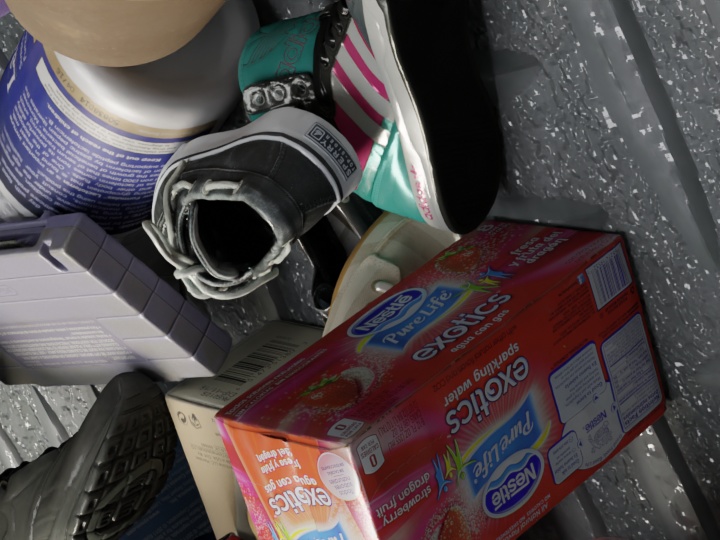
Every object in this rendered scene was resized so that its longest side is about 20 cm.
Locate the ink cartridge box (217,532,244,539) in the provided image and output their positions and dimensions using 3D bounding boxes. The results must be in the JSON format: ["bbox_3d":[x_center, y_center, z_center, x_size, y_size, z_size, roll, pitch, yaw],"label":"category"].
[{"bbox_3d":[-0.028,0.221,1.317,0.199,0.084,0.177,20,134,47],"label":"ink cartridge box"}]

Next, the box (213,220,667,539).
[{"bbox_3d":[0.041,0.067,1.174,0.095,0.200,0.100,7,124,46],"label":"box"}]

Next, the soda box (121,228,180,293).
[{"bbox_3d":[-0.197,-0.015,1.522,0.199,0.063,0.069,29,139,35],"label":"soda box"}]

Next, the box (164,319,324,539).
[{"bbox_3d":[-0.026,0.139,1.416,0.077,0.095,0.201,9,124,47],"label":"box"}]

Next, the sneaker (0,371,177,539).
[{"bbox_3d":[-0.172,0.132,1.419,0.091,0.076,0.201,40,118,24],"label":"sneaker"}]

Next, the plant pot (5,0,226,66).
[{"bbox_3d":[-0.114,-0.185,1.174,0.200,0.200,0.175,47,155,12],"label":"plant pot"}]

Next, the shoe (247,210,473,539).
[{"bbox_3d":[0.008,0.056,1.243,0.070,0.201,0.053,24,-177,-17],"label":"shoe"}]

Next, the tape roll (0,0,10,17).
[{"bbox_3d":[-0.203,-0.218,1.238,0.065,0.200,0.201,34,140,28],"label":"tape roll"}]

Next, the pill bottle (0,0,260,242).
[{"bbox_3d":[-0.137,-0.086,1.342,0.116,0.116,0.200,51,145,7],"label":"pill bottle"}]

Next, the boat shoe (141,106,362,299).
[{"bbox_3d":[-0.066,-0.021,1.223,0.074,0.068,0.199,47,156,-15],"label":"boat shoe"}]

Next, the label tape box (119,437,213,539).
[{"bbox_3d":[-0.108,0.215,1.532,0.200,0.144,0.063,49,146,10],"label":"label tape box"}]

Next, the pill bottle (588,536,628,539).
[{"bbox_3d":[0.060,0.202,1.136,0.109,0.199,0.110,25,123,44],"label":"pill bottle"}]

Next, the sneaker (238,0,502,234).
[{"bbox_3d":[-0.006,-0.115,1.192,0.120,0.084,0.201,13,129,33],"label":"sneaker"}]

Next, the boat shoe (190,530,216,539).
[{"bbox_3d":[-0.095,0.207,1.459,0.072,0.200,0.073,-10,104,40],"label":"boat shoe"}]

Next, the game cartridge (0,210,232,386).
[{"bbox_3d":[-0.175,0.018,1.397,0.199,0.039,0.129,-4,147,46],"label":"game cartridge"}]

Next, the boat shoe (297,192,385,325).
[{"bbox_3d":[0.000,0.000,1.289,0.070,0.066,0.201,-5,114,53],"label":"boat shoe"}]
